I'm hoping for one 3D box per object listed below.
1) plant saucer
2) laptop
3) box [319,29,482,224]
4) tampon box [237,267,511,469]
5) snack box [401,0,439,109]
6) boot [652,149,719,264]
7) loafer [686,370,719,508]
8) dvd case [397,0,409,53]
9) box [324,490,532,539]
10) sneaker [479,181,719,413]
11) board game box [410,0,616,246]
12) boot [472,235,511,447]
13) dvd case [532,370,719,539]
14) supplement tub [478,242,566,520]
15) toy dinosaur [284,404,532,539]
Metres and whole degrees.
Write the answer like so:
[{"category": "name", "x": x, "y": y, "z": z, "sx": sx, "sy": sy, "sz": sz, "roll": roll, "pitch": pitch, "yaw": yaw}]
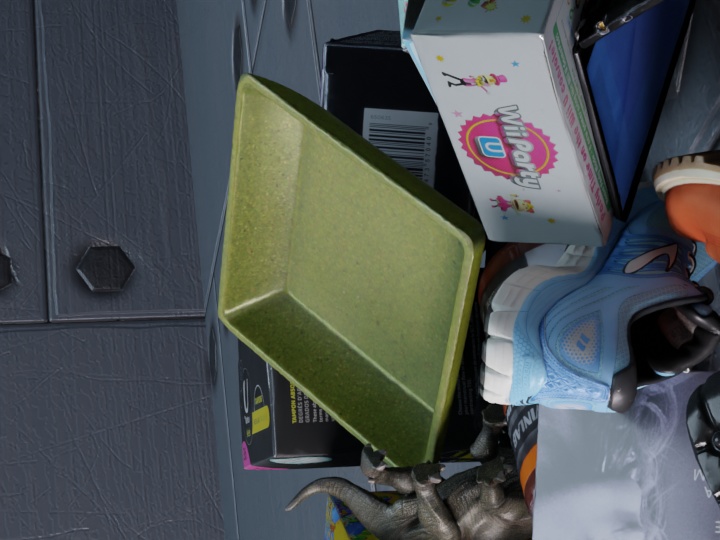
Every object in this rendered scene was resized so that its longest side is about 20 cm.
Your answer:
[{"category": "plant saucer", "x": 0.000, "y": 0.000, "z": 1.140, "sx": 0.200, "sy": 0.048, "sz": 0.200, "roll": 38, "pitch": 138, "yaw": 31}, {"category": "laptop", "x": 0.169, "y": -0.145, "z": 0.844, "sx": 0.200, "sy": 0.103, "sz": 0.177, "roll": -29, "pitch": 32, "yaw": 49}, {"category": "box", "x": 0.040, "y": -0.086, "z": 1.289, "sx": 0.200, "sy": 0.104, "sz": 0.148, "roll": -40, "pitch": -46, "yaw": -77}, {"category": "tampon box", "x": 0.021, "y": 0.072, "z": 1.328, "sx": 0.150, "sy": 0.200, "sz": 0.126, "roll": 138, "pitch": 130, "yaw": -76}, {"category": "snack box", "x": 0.068, "y": -0.168, "z": 0.963, "sx": 0.116, "sy": 0.037, "sz": 0.200, "roll": 55, "pitch": -141, "yaw": -56}, {"category": "boot", "x": 0.186, "y": -0.004, "z": 0.838, "sx": 0.200, "sy": 0.075, "sz": 0.107, "roll": -159, "pitch": 63, "yaw": -77}, {"category": "loafer", "x": 0.200, "y": 0.134, "z": 0.813, "sx": 0.068, "sy": 0.070, "sz": 0.201, "roll": -26, "pitch": 75, "yaw": 35}, {"category": "dvd case", "x": 0.086, "y": -0.174, "z": 1.062, "sx": 0.022, "sy": 0.200, "sz": 0.146, "roll": -14, "pitch": 74, "yaw": 40}, {"category": "box", "x": 0.050, "y": 0.263, "z": 1.162, "sx": 0.193, "sy": 0.122, "sz": 0.200, "roll": -125, "pitch": 35, "yaw": -69}, {"category": "sneaker", "x": 0.138, "y": 0.022, "z": 0.914, "sx": 0.200, "sy": 0.090, "sz": 0.078, "roll": -37, "pitch": -43, "yaw": -48}, {"category": "board game box", "x": 0.097, "y": -0.134, "z": 0.890, "sx": 0.148, "sy": 0.064, "sz": 0.200, "roll": 65, "pitch": -143, "yaw": -48}, {"category": "boot", "x": 0.113, "y": 0.025, "z": 1.170, "sx": 0.200, "sy": 0.076, "sz": 0.168, "roll": 114, "pitch": 157, "yaw": -80}, {"category": "dvd case", "x": 0.146, "y": 0.147, "z": 0.897, "sx": 0.149, "sy": 0.016, "sz": 0.200, "roll": -2, "pitch": 81, "yaw": 36}, {"category": "supplement tub", "x": 0.131, "y": 0.075, "z": 1.022, "sx": 0.107, "sy": 0.107, "sz": 0.200, "roll": 102, "pitch": 162, "yaw": -49}, {"category": "toy dinosaur", "x": 0.058, "y": 0.138, "z": 1.092, "sx": 0.077, "sy": 0.200, "sz": 0.102, "roll": -103, "pitch": -7, "yaw": -53}]
